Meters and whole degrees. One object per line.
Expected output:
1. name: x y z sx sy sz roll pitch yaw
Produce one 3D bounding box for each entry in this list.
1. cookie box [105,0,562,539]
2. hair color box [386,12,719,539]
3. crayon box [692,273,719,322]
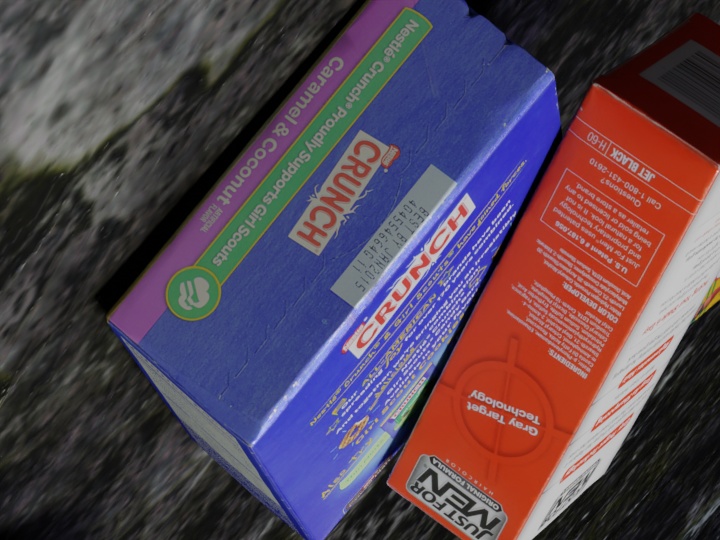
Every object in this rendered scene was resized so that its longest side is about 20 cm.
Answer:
1. cookie box: 0.000 0.000 1.084 0.171 0.075 0.200 -50 166 -9
2. hair color box: 0.091 0.008 1.116 0.101 0.061 0.200 -34 154 -54
3. crayon box: 0.225 -0.061 1.656 0.127 0.051 0.200 -35 158 -45
